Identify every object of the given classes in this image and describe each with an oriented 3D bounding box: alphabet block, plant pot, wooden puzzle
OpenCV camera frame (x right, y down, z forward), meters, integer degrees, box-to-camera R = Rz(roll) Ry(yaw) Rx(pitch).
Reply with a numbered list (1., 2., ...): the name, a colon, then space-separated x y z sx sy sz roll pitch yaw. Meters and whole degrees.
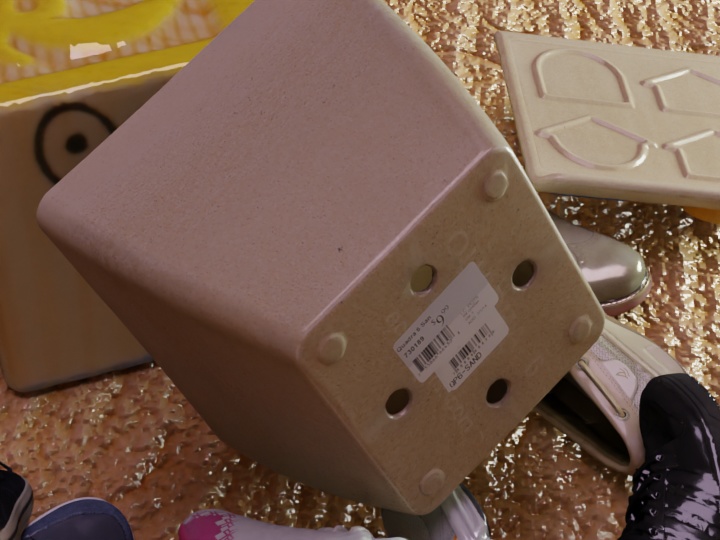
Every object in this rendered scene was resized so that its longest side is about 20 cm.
1. alphabet block: -0.149 -0.080 1.010 0.193 0.201 0.197 -14 41 -15
2. plant pot: 0.000 0.000 0.839 0.200 0.200 0.177 -44 40 -10
3. wooden puzzle: 0.185 -0.088 1.110 0.183 0.047 0.201 6 35 -9

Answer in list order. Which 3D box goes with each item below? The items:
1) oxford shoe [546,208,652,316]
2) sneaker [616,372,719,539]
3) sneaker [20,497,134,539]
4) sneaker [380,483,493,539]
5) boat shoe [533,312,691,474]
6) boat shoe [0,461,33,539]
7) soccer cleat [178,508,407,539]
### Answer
1. oxford shoe: 0.080 -0.023 1.031 0.198 0.074 0.071 13 42 17
2. sneaker: 0.143 0.143 0.827 0.103 0.060 0.201 -7 58 -14
3. sneaker: -0.149 0.168 0.757 0.077 0.146 0.203 43 54 -5
4. sneaker: 0.035 0.177 0.804 0.091 0.076 0.201 -19 40 -9
5. boat shoe: 0.096 0.043 0.959 0.065 0.073 0.199 -32 54 -32
6. boat shoe: -0.203 0.111 0.826 0.074 0.063 0.200 -32 6 -10
7. soccer cleat: -0.018 0.151 0.797 0.086 0.070 0.200 -45 32 -9
